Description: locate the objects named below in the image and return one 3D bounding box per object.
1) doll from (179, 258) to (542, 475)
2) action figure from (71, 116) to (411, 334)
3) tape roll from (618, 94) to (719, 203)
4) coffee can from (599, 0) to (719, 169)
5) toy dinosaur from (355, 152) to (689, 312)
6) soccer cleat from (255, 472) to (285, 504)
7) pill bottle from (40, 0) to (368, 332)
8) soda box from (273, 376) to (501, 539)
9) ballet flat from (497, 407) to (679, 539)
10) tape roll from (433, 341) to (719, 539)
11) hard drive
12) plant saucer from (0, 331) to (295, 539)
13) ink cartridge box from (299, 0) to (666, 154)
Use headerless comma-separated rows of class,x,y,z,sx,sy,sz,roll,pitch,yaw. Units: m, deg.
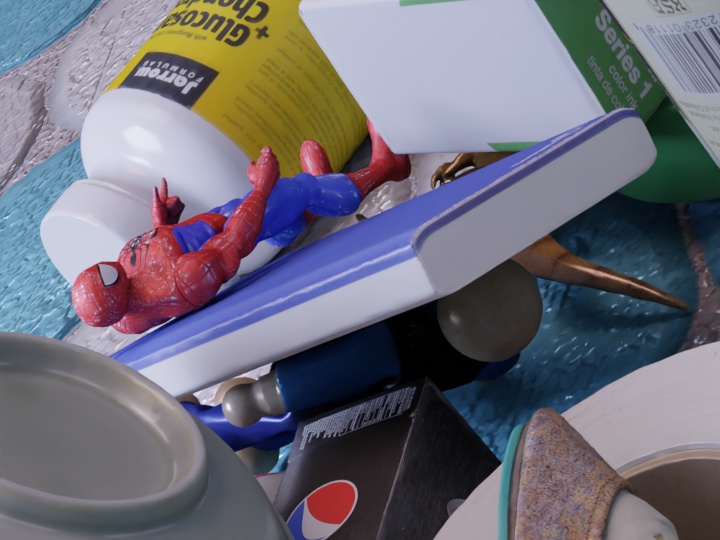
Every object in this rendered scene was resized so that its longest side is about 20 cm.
doll,-0.003,0.041,1.083,0.136,0.049,0.199,-7,-12,-43
action figure,-0.053,-0.018,1.113,0.065,0.052,0.200,-20,10,35
tape roll,0.170,-0.111,1.138,0.200,0.048,0.201,-28,26,15
coffee can,0.173,-0.082,0.925,0.146,0.200,0.147,-30,27,17
toy dinosaur,0.059,-0.024,1.150,0.106,0.061,0.200,-32,27,12
soccer cleat,-0.070,0.166,1.017,0.200,0.070,0.086,-49,30,-5
pill bottle,-0.062,-0.070,1.327,0.112,0.112,0.200,-3,44,52
soda box,-0.002,0.133,0.965,0.063,0.071,0.201,-23,30,32
ballet flat,0.069,0.114,0.764,0.067,0.068,0.201,-8,41,17
tape roll,0.100,0.116,0.858,0.202,0.071,0.203,-31,26,17
hard drive,0.000,0.000,1.034,0.132,0.025,0.199,-31,6,-42
plant saucer,-0.106,0.067,0.912,0.200,0.199,0.050,-104,31,-62
ink cartridge box,0.094,-0.143,1.131,0.144,0.084,0.200,1,44,52
